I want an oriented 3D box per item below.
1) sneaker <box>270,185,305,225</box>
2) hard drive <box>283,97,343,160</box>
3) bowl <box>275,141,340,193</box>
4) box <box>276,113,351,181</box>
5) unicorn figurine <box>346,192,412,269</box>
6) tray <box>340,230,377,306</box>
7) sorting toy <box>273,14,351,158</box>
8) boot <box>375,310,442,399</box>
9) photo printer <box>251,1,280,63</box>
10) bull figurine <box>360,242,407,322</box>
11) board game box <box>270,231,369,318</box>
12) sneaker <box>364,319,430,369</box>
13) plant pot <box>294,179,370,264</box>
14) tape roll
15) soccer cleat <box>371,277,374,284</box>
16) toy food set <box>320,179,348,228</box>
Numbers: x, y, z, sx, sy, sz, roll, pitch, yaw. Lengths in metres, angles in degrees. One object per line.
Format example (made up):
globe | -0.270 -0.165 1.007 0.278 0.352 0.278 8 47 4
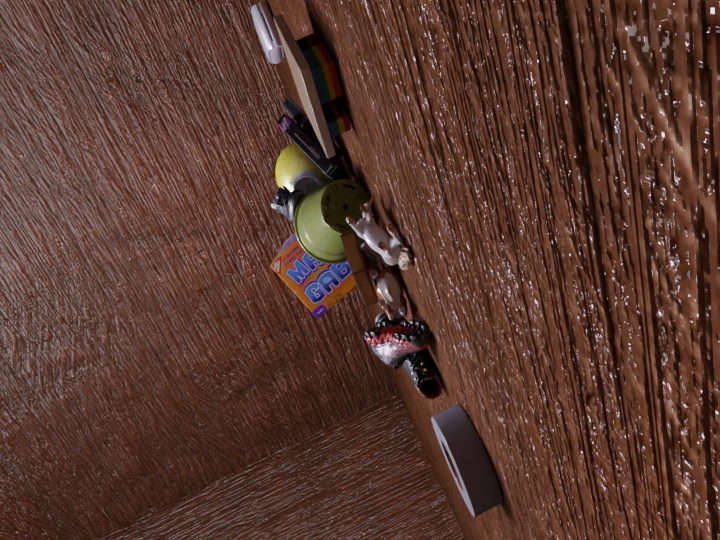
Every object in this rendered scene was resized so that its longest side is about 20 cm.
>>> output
sneaker | -0.194 -0.182 1.462 0.112 0.078 0.200 33 174 2
hard drive | -0.127 -0.374 1.441 0.139 0.033 0.201 40 -170 -36
bowl | -0.149 -0.256 1.553 0.109 0.193 0.204 -96 -13 -55
box | -0.115 -0.303 1.389 0.201 0.036 0.143 48 -171 11
unicorn figurine | 0.028 -0.074 1.023 0.204 0.073 0.137 61 -175 20
tray | 0.000 0.000 1.263 0.201 0.036 0.101 66 -175 -65
sorting toy | -0.086 -0.366 1.059 0.203 0.068 0.202 71 176 -52
boot | 0.118 0.196 1.288 0.205 0.073 0.155 54 -177 -30
photo printer | -0.328 -0.843 1.934 0.200 0.067 0.171 -131 19 -81
bull figurine | 0.057 0.022 1.246 0.205 0.063 0.121 66 -172 3
board game box | -0.103 -0.037 1.547 0.201 0.198 0.201 48 -163 -13
sneaker | 0.090 0.164 1.189 0.198 0.070 0.100 -10 108 54
plant pot | -0.054 -0.131 1.301 0.206 0.195 0.190 67 166 1
tape roll | 0.212 0.381 1.101 0.200 0.064 0.206 157 91 -87
soccer cleat | 0.028 -0.015 1.668 0.200 0.066 0.076 -119 26 -74
toy food set | -0.030 -0.147 1.509 0.143 0.060 0.203 29 -151 -57
